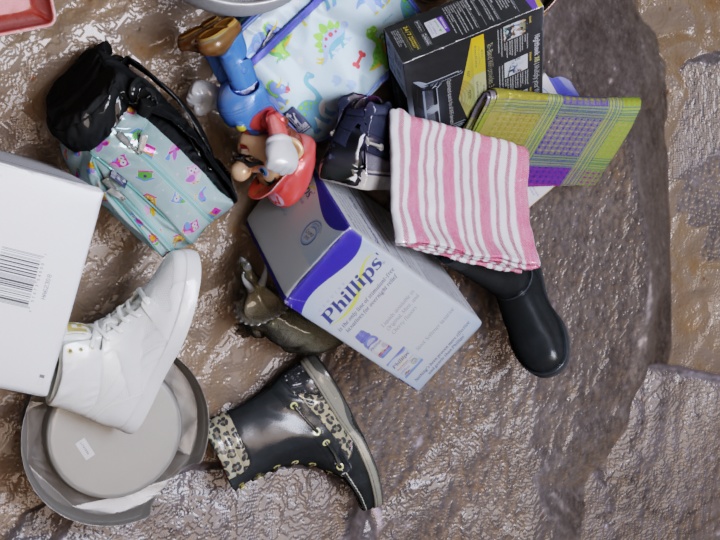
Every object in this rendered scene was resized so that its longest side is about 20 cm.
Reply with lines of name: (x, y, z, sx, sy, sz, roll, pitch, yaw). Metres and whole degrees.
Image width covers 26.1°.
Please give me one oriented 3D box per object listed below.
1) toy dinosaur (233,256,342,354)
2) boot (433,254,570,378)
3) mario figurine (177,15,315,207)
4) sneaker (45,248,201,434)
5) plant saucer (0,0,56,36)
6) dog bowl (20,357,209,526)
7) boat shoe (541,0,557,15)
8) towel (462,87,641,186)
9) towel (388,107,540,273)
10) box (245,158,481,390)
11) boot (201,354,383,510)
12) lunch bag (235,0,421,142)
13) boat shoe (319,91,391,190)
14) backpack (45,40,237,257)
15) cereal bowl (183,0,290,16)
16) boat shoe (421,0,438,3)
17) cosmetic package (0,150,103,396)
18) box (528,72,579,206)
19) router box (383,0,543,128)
toy dinosaur: (-0.073, 0.061, 1.664, 0.200, 0.102, 0.077, 34, 86, -24)
boot: (0.148, 0.014, 1.680, 0.066, 0.165, 0.200, -29, 145, 15)
mario figurine: (-0.120, -0.145, 1.543, 0.106, 0.123, 0.200, -22, 112, 15)
sneaker: (-0.240, 0.059, 1.534, 0.116, 0.074, 0.200, 20, 99, -27)
plant saucer: (-0.408, -0.315, 1.481, 0.200, 0.037, 0.200, -15, 105, -21)
dog bowl: (-0.261, 0.164, 1.624, 0.200, 0.059, 0.200, -4, 101, -23)
boat shoe: (0.137, -0.264, 1.712, 0.200, 0.072, 0.072, -32, 111, -16)
towel: (0.197, -0.145, 1.705, 0.200, 0.023, 0.144, 0, 141, -23)
towel: (0.107, -0.081, 1.601, 0.200, 0.030, 0.146, 12, 67, -41)
box: (0.000, 0.000, 1.622, 0.200, 0.184, 0.105, 36, 103, -31)
boot: (-0.073, 0.206, 1.714, 0.154, 0.073, 0.204, -28, 115, -9)
lunch bag: (-0.045, -0.245, 1.633, 0.200, 0.082, 0.161, -44, 111, -12)
boat shoe: (0.017, -0.135, 1.628, 0.075, 0.200, 0.093, 15, 98, 13)
backpack: (-0.218, -0.113, 1.551, 0.127, 0.167, 0.200, -39, 121, 5)
cereal bowl: (-0.130, -0.342, 1.556, 0.200, 0.083, 0.200, 3, 75, -13)
boat shoe: (0.139, -0.363, 1.697, 0.200, 0.068, 0.072, -38, 112, -13)
cosmetic package: (-0.347, -0.008, 1.475, 0.123, 0.200, 0.199, 15, 93, -23)
box: (0.174, -0.134, 1.773, 0.200, 0.041, 0.119, -40, 113, -15)
router box: (0.112, -0.209, 1.642, 0.157, 0.052, 0.200, -23, 152, -7)
